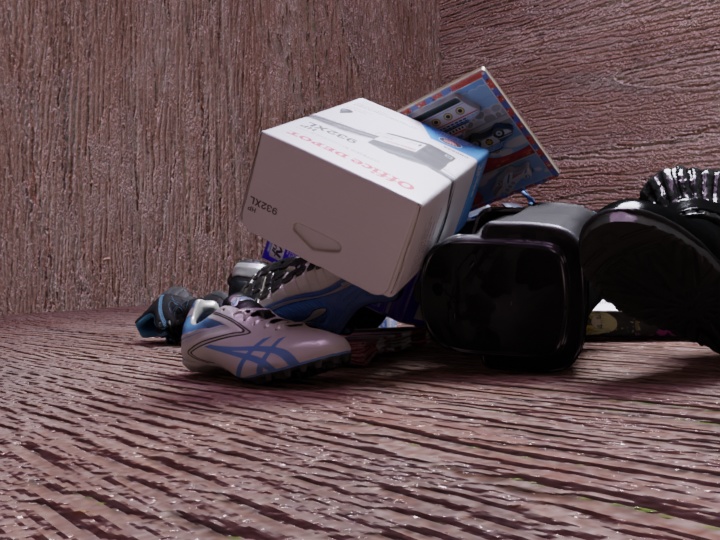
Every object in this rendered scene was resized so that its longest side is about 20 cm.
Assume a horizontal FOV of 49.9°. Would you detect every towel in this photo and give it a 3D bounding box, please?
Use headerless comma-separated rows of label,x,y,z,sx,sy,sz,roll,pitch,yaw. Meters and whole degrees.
towel,-0.020,0.077,0.805,0.142,0.023,0.199,-3,-1,24

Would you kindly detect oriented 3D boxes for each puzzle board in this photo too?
puzzle board,0.080,-0.108,0.790,0.198,0.018,0.150,-21,-47,34

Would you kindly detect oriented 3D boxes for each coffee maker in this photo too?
coffee maker,0.163,-0.001,0.678,0.190,0.137,0.200,-23,2,22

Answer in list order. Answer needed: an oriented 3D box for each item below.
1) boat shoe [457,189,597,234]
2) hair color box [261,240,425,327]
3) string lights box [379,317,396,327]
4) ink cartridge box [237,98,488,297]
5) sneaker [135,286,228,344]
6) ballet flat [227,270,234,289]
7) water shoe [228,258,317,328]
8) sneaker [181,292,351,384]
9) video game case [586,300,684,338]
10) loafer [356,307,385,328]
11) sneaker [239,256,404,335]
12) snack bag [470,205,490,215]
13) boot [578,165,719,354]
boat shoe,0.160,-0.048,0.829,0.197,0.069,0.085,-2,-39,23
hair color box,0.000,0.000,0.857,0.198,0.066,0.109,25,4,33
string lights box,-0.006,-0.016,1.077,0.101,0.204,0.059,-2,1,12
ink cartridge box,0.011,-0.074,0.668,0.143,0.085,0.200,26,27,14
sneaker,-0.226,0.074,1.042,0.198,0.074,0.082,1,31,46
ballet flat,-0.115,0.051,1.006,0.067,0.047,0.200,-33,-27,-1
water shoe,-0.086,0.057,0.923,0.071,0.080,0.199,2,-22,44
sneaker,-0.088,0.056,0.653,0.198,0.074,0.071,-1,0,43
video game case,0.322,0.009,0.876,0.178,0.036,0.200,-1,28,23
loafer,0.030,0.005,0.971,0.201,0.073,0.071,-53,-4,36
sneaker,-0.047,0.034,0.742,0.198,0.090,0.079,-21,26,25
snack bag,0.181,-0.020,1.103,0.021,0.200,0.188,-48,4,-23
boot,0.248,-0.032,0.613,0.209,0.160,0.079,28,-44,-24
